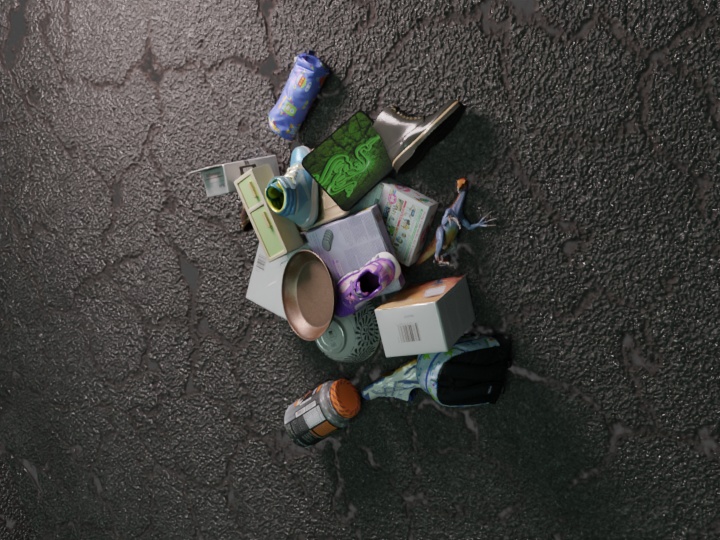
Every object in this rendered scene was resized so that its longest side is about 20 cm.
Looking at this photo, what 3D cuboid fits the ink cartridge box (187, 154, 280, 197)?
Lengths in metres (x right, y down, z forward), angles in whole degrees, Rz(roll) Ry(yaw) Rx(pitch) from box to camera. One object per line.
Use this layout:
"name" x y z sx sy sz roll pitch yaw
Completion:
"ink cartridge box" -0.307 -0.227 1.474 0.114 0.197 0.069 -1 105 48

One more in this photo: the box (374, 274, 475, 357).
"box" 0.145 0.097 1.317 0.148 0.199 0.110 -11 100 30

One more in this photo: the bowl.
"bowl" -0.055 0.149 1.507 0.195 0.094 0.208 8 107 28

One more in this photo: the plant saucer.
"plant saucer" -0.112 0.056 1.382 0.197 0.036 0.208 5 97 48

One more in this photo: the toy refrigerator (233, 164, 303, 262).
"toy refrigerator" -0.214 -0.131 1.395 0.075 0.069 0.205 -21 94 41

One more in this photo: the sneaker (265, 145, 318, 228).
"sneaker" -0.159 -0.208 1.373 0.078 0.128 0.207 -24 62 37

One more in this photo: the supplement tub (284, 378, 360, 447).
"supplement tub" -0.098 0.369 1.572 0.198 0.122 0.125 -36 85 31

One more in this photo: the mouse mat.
"mouse mat" -0.016 -0.248 1.351 0.199 0.008 0.161 -43 81 -13

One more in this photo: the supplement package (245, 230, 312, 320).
"supplement package" -0.178 -0.002 1.515 0.152 0.110 0.206 24 107 21

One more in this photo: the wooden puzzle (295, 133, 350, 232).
"wooden puzzle" -0.085 -0.200 1.421 0.182 0.046 0.207 -15 69 41

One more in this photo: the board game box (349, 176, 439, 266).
"board game box" 0.063 -0.125 1.386 0.197 0.064 0.151 30 117 21

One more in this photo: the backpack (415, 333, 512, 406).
"backpack" 0.215 0.218 1.313 0.152 0.196 0.169 28 118 41

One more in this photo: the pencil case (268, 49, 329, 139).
"pencil case" -0.149 -0.412 1.419 0.085 0.079 0.202 27 118 -13

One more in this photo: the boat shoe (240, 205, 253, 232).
"boat shoe" -0.232 -0.151 1.530 0.197 0.069 0.073 -21 53 40

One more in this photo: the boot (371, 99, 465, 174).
"boot" 0.116 -0.329 1.302 0.199 0.077 0.141 -40 71 23

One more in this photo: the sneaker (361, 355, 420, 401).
"sneaker" 0.087 0.289 1.474 0.198 0.075 0.090 -33 87 32

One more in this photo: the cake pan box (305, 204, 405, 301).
"cake pan box" -0.009 -0.024 1.376 0.180 0.052 0.205 -18 100 28

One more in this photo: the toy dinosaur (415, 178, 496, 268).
"toy dinosaur" 0.187 -0.104 1.312 0.196 0.103 0.188 3 85 41

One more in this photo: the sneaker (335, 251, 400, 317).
"sneaker" -0.002 0.041 1.319 0.199 0.089 0.081 -39 95 30
